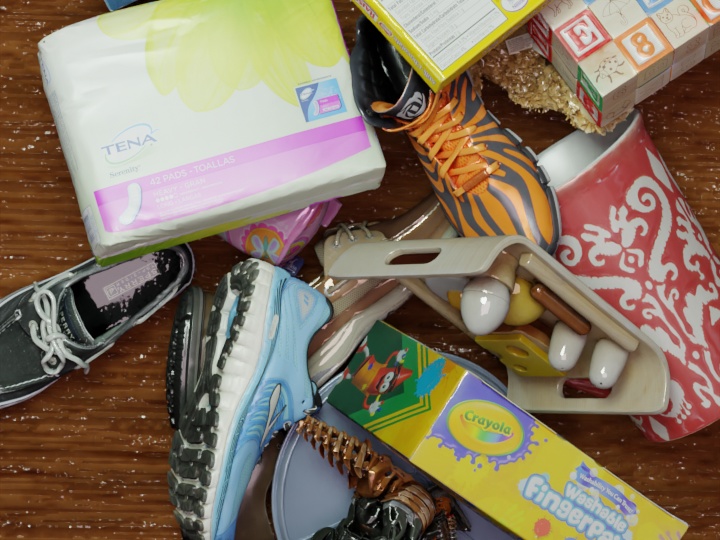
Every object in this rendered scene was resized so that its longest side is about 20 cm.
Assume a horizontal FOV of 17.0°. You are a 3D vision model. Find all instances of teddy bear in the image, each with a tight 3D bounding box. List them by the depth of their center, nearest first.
[{"bbox_3d":[0.104,-0.159,1.657,0.199,0.067,0.146,5,75,8],"label":"teddy bear"}]

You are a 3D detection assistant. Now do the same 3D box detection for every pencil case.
[{"bbox_3d":[-0.108,-0.084,1.650,0.199,0.087,0.088,33,94,3],"label":"pencil case"}]

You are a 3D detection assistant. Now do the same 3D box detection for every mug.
[{"bbox_3d":[0.178,0.011,1.683,0.133,0.177,0.200,-42,103,-34],"label":"mug"}]

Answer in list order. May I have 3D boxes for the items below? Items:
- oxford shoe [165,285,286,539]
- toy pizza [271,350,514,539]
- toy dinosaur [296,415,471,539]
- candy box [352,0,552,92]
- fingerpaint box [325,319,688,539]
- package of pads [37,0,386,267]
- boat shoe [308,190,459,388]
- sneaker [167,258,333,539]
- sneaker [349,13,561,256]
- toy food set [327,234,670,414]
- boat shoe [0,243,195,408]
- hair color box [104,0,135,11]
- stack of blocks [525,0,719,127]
[{"bbox_3d":[-0.092,0.106,1.693,0.084,0.073,0.201,-8,104,-10],"label":"oxford shoe"},{"bbox_3d":[0.032,0.153,1.705,0.199,0.032,0.202,-3,101,-16],"label":"toy pizza"},{"bbox_3d":[0.011,0.185,1.653,0.200,0.102,0.136,46,62,-6],"label":"toy dinosaur"},{"bbox_3d":[0.087,-0.208,1.533,0.200,0.026,0.102,-39,79,-21],"label":"candy box"},{"bbox_3d":[0.094,0.129,1.610,0.200,0.167,0.074,35,87,-23],"label":"fingerpaint box"},{"bbox_3d":[-0.099,-0.106,1.577,0.199,0.068,0.155,-17,79,-9],"label":"package of pads"},{"bbox_3d":[0.000,0.000,1.681,0.072,0.076,0.200,44,91,-4],"label":"boat shoe"},{"bbox_3d":[-0.066,0.098,1.625,0.090,0.078,0.201,16,93,-25],"label":"sneaker"},{"bbox_3d":[0.050,-0.084,1.560,0.077,0.112,0.201,-38,76,19],"label":"sneaker"},{"bbox_3d":[0.092,0.042,1.591,0.200,0.143,0.061,38,63,-36],"label":"toy food set"},{"bbox_3d":[-0.203,0.038,1.676,0.198,0.068,0.074,-26,96,0],"label":"boat shoe"},{"bbox_3d":[-0.096,-0.255,1.630,0.199,0.100,0.061,-26,115,0],"label":"hair color box"},{"bbox_3d":[0.207,-0.201,1.594,0.199,0.059,0.115,-33,73,-6],"label":"stack of blocks"}]
